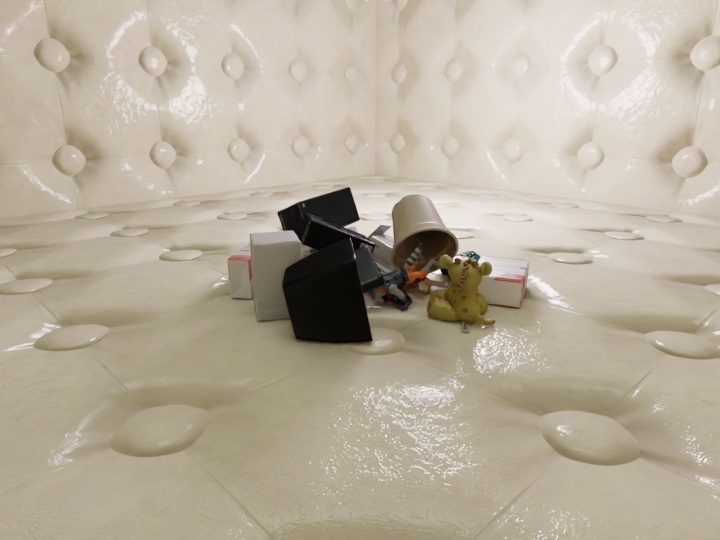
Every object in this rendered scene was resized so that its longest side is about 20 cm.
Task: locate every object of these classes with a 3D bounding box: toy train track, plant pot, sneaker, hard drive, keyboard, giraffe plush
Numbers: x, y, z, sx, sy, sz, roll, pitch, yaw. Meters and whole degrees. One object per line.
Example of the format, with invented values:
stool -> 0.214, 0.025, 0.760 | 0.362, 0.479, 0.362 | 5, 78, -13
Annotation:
toy train track -> 0.216, 0.048, 1.490 | 0.198, 0.033, 0.115 | 8, 28, 0
plant pot -> -0.082, 0.056, 1.222 | 0.176, 0.202, 0.200 | -11, 18, -2
sneaker -> 0.325, -0.007, 1.599 | 0.120, 0.084, 0.200 | -12, 17, -5
plant pot -> 0.173, -0.120, 1.548 | 0.199, 0.201, 0.185 | -3, 51, -9
hard drive -> -0.049, 0.020, 1.386 | 0.199, 0.033, 0.140 | -22, 47, -3
keyboard -> 0.024, -0.093, 1.746 | 0.056, 0.011, 0.200 | -7, -28, -50
giraffe plush -> 0.254, 0.039, 1.299 | 0.171, 0.164, 0.200 | -1, 17, -5

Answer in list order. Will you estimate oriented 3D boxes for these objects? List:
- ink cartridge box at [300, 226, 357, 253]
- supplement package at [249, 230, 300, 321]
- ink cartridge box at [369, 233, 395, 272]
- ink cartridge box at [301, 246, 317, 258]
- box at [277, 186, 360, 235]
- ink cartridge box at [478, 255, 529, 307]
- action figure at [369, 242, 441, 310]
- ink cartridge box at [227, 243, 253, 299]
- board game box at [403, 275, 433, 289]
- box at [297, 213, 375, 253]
ink cartridge box -> -0.115, -0.074, 1.701 | 0.199, 0.085, 0.146 | -13, 9, 29
supplement package -> -0.216, 0.011, 1.328 | 0.119, 0.202, 0.121 | -5, 18, -14
ink cartridge box -> 0.087, -0.057, 1.659 | 0.115, 0.067, 0.200 | 31, 16, 13
ink cartridge box -> -0.183, -0.008, 1.530 | 0.173, 0.044, 0.200 | -30, 21, -3
box -> -0.141, -0.179, 1.722 | 0.199, 0.124, 0.198 | -21, 6, -27
ink cartridge box -> 0.395, 0.027, 1.474 | 0.144, 0.086, 0.200 | 7, 20, 21
action figure -> 0.098, 0.009, 1.424 | 0.193, 0.105, 0.200 | -35, 35, -10
ink cartridge box -> -0.320, -0.005, 1.521 | 0.067, 0.118, 0.200 | 1, 18, 7
board game box -> 0.113, 0.032, 1.554 | 0.198, 0.030, 0.095 | -11, 22, -24
box -> -0.072, -0.090, 1.511 | 0.199, 0.079, 0.141 | 20, 12, -16
